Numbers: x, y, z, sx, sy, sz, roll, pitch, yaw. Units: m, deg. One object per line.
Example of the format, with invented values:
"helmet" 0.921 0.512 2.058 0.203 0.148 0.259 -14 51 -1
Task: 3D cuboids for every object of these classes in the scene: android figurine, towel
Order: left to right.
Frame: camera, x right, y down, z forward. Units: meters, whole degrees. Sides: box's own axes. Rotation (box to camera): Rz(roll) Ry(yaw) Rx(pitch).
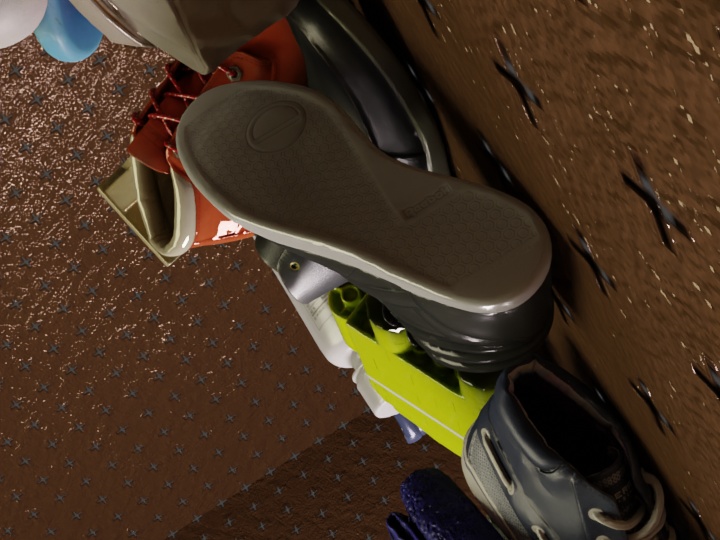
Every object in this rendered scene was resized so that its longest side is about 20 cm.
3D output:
"android figurine" 0.058 0.072 0.762 0.182 0.041 0.200 31 166 23
"towel" 0.084 0.203 0.635 0.148 0.049 0.200 63 171 -30

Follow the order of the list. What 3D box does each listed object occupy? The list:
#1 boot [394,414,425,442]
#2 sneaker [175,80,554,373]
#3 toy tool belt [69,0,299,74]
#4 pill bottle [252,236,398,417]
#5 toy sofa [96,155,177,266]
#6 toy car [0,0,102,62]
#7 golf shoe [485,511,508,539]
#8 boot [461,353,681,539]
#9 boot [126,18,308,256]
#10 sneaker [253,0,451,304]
"boot" 0.035 0.063 1.151 0.201 0.090 0.073 59 178 -15
"sneaker" 0.003 -0.014 0.558 0.199 0.071 0.099 28 162 30
"toy tool belt" -0.103 -0.187 0.518 0.123 0.125 0.200 44 167 47
"pill bottle" 0.000 0.000 0.927 0.201 0.113 0.113 58 178 16
"toy sofa" -0.108 -0.075 0.863 0.083 0.098 0.200 48 160 -8
"toy car" -0.154 -0.201 0.725 0.150 0.200 0.176 38 -143 -20
"golf shoe" 0.130 0.185 0.806 0.200 0.077 0.095 32 -132 -74
"boot" 0.124 0.135 0.598 0.200 0.073 0.091 46 155 19
"boot" -0.071 -0.097 0.648 0.075 0.107 0.201 37 136 40
"sneaker" -0.017 -0.052 0.624 0.075 0.106 0.200 57 178 38
